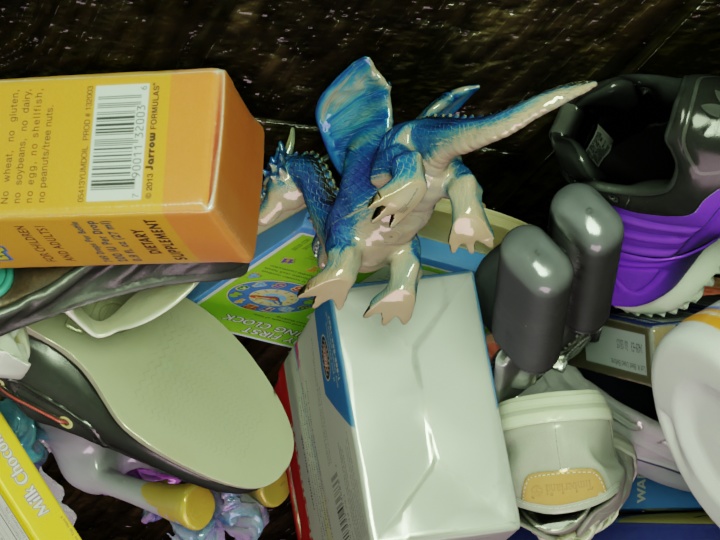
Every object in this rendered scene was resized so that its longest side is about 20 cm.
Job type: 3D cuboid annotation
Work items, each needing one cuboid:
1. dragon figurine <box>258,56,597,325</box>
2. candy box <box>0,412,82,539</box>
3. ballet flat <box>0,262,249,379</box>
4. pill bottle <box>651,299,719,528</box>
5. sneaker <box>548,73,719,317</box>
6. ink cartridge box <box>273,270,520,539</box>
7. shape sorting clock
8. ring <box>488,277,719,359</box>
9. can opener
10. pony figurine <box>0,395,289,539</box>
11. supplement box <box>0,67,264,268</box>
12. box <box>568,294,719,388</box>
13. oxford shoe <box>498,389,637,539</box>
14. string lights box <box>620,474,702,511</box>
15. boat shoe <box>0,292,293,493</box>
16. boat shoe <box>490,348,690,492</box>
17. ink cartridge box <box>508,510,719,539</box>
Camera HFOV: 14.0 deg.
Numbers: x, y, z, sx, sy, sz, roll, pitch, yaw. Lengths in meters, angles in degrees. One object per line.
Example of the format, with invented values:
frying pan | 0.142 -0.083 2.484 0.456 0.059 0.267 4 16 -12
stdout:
dragon figurine | 0.015 -0.047 1.170 0.059 0.100 0.200 12 141 -25
candy box | -0.204 0.074 1.394 0.026 0.200 0.102 -35 -175 -33
ballet flat | -0.138 0.009 1.256 0.200 0.068 0.068 -16 124 4
pill bottle | 0.228 0.030 1.200 0.200 0.112 0.112 -27 171 -19
sneaker | 0.116 -0.040 1.187 0.099 0.070 0.200 22 160 -16
ink cartridge box | 0.011 0.082 1.318 0.067 0.116 0.200 -7 167 -11
shape sorting clock | 0.000 0.000 1.351 0.200 0.039 0.200 0 156 0
ring | 0.144 0.029 1.466 0.200 0.019 0.200 2 162 1
can opener | 0.068 0.005 1.215 0.053 0.067 0.200 -39 165 -11
pony figurine | -0.136 0.085 1.466 0.200 0.167 0.193 10 144 39
supplement box | -0.144 -0.039 1.201 0.200 0.069 0.067 0 160 15
box | 0.199 0.026 1.315 0.200 0.032 0.121 -5 -175 -16
oxford shoe | 0.091 0.099 1.339 0.075 0.058 0.200 -9 167 4
string lights box | 0.154 0.098 1.554 0.200 0.059 0.103 0 176 -16
boat shoe | -0.121 0.039 1.335 0.201 0.074 0.063 33 144 -3
boat shoe | 0.156 0.065 1.425 0.200 0.074 0.065 6 157 -37
ink cartridge box | 0.174 0.144 1.500 0.197 0.047 0.200 -2 175 32
